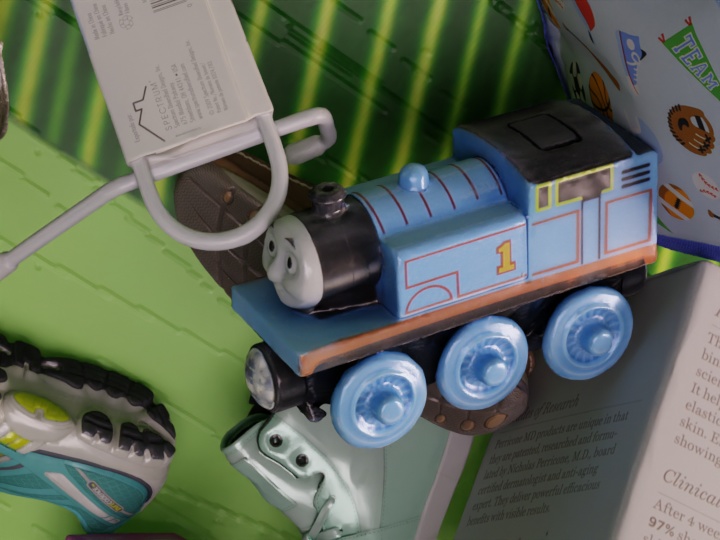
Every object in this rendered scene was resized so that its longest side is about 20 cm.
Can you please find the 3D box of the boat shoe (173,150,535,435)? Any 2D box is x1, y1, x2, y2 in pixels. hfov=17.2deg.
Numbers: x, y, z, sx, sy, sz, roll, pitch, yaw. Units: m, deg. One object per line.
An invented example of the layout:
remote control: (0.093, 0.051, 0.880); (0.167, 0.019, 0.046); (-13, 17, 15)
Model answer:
boat shoe: (0.000, 0.000, 1.141); (0.200, 0.072, 0.076); (36, 140, -13)

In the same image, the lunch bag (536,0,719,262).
lunch bag: (0.160, -0.099, 1.063); (0.124, 0.200, 0.170); (-35, 116, -28)

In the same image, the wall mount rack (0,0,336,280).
wall mount rack: (-0.111, -0.085, 1.059); (0.174, 0.075, 0.200); (-20, 77, -2)

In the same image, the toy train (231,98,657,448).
toy train: (0.039, -0.001, 1.045); (0.200, 0.087, 0.114); (-16, 120, -22)

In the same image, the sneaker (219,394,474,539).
sneaker: (-0.027, 0.134, 1.159); (0.118, 0.074, 0.201); (22, 74, -18)

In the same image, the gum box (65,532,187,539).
gum box: (-0.102, 0.238, 1.143); (0.066, 0.113, 0.200); (3, 99, -35)

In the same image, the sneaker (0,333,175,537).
sneaker: (-0.188, 0.074, 1.144); (0.200, 0.078, 0.080); (25, 116, -17)

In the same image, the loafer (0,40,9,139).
loafer: (-0.186, -0.141, 1.035); (0.075, 0.070, 0.200); (-3, 104, 37)

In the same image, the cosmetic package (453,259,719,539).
cosmetic package: (0.155, 0.129, 1.117); (0.167, 0.166, 0.200); (28, 69, -17)
